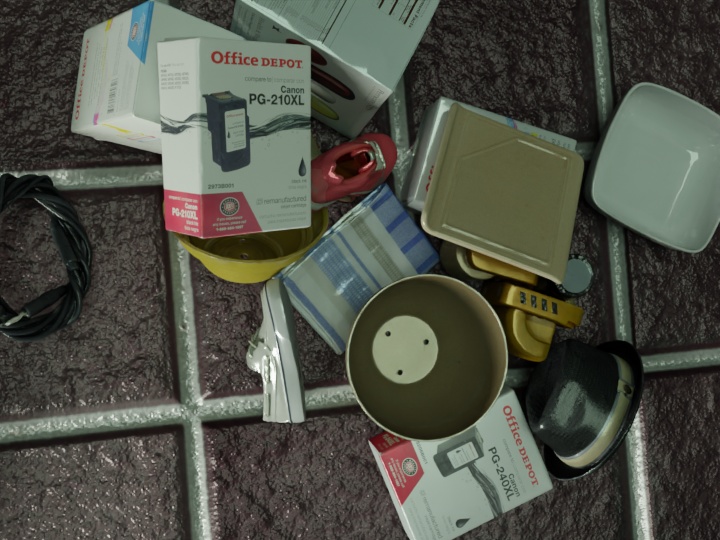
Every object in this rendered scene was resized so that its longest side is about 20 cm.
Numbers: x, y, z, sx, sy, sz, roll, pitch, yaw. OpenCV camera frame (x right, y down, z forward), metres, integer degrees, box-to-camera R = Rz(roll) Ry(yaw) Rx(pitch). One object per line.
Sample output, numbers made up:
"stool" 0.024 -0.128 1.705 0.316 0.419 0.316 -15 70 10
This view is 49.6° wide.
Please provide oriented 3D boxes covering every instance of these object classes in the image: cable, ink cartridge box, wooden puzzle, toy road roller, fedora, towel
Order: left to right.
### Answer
"cable" -0.388 -0.021 0.923 0.163 0.051 0.201 34 54 -39
"ink cartridge box" -0.247 -0.218 0.921 0.125 0.199 0.129 11 86 -41
"ink cartridge box" -0.132 -0.145 0.839 0.144 0.084 0.201 -10 105 -41
"towel" 0.000 0.000 1.022 0.200 0.024 0.147 -42 115 -8
"ink cartridge box" 0.132 0.254 1.029 0.199 0.083 0.146 -24 93 -9
"ink cartridge box" 0.168 -0.129 1.043 0.199 0.085 0.145 15 86 -8
"wooden puzzle" 0.179 -0.095 0.966 0.199 0.037 0.186 22 65 -11
"toy road roller" 0.197 0.034 1.025 0.199 0.123 0.147 18 86 -9
"fedora" 0.270 0.162 1.001 0.091 0.201 0.201 32 84 -11

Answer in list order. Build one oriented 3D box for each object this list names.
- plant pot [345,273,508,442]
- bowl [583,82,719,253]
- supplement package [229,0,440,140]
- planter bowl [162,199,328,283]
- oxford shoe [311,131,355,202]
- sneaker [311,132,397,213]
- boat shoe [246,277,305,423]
"plant pot" 0.070 0.106 0.996 0.199 0.134 0.202 0 88 -11
"bowl" 0.415 -0.141 1.092 0.199 0.075 0.201 25 86 -9
"supplement package" -0.041 -0.292 0.950 0.199 0.191 0.148 29 76 -8
"planter bowl" -0.143 -0.044 0.967 0.199 0.201 0.084 2 131 -10
"oxford shoe" -0.077 -0.166 1.011 0.200 0.070 0.075 36 73 -13
"sneaker" 0.000 -0.127 0.961 0.200 0.087 0.074 -34 100 -46
"boat shoe" -0.111 0.105 0.980 0.065 0.072 0.201 -6 119 0
